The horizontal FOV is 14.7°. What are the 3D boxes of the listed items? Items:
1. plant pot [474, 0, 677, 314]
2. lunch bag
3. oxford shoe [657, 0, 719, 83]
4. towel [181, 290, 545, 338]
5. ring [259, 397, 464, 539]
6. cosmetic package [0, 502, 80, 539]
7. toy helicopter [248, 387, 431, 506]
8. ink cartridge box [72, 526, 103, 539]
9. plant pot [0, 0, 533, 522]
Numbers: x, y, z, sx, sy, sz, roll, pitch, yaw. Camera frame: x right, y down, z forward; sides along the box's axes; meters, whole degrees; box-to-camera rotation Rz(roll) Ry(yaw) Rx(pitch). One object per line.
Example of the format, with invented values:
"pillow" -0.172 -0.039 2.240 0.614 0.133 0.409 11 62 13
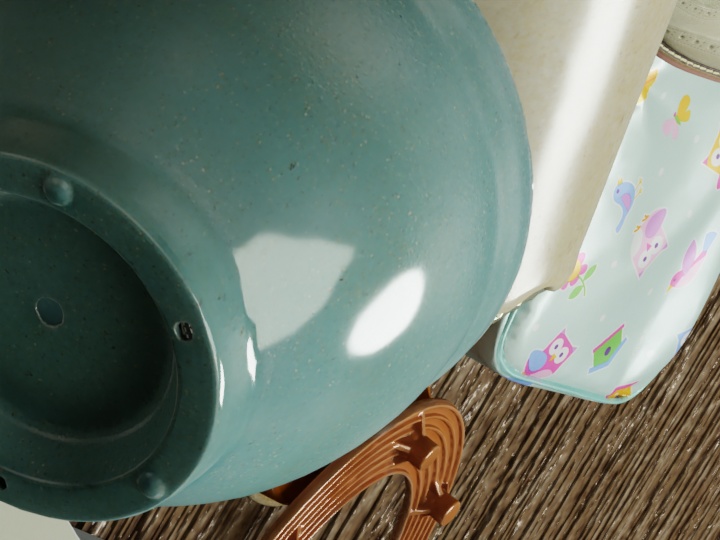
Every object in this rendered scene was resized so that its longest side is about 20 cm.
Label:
"plant pot" 0.024 -0.093 0.902 0.200 0.200 0.184 -18 127 -48
"lunch bag" 0.107 -0.046 1.217 0.160 0.077 0.200 15 104 -54
"oxford shoe" 0.135 -0.125 1.095 0.200 0.074 0.071 27 79 -29
"towel" -0.002 -0.045 1.025 0.200 0.034 0.193 -32 115 -39
"ring" -0.017 0.138 1.127 0.200 0.019 0.201 -45 159 -22
"cosmetic package" -0.199 0.117 0.889 0.200 0.103 0.073 -48 149 -18
"toy helicopter" 0.000 0.000 1.107 0.132 0.079 0.201 17 96 -58
"ink cartridge box" -0.140 0.202 1.093 0.200 0.068 0.115 -57 152 -2
"plant pot" -0.067 -0.011 0.807 0.134 0.200 0.201 -50 155 -52
